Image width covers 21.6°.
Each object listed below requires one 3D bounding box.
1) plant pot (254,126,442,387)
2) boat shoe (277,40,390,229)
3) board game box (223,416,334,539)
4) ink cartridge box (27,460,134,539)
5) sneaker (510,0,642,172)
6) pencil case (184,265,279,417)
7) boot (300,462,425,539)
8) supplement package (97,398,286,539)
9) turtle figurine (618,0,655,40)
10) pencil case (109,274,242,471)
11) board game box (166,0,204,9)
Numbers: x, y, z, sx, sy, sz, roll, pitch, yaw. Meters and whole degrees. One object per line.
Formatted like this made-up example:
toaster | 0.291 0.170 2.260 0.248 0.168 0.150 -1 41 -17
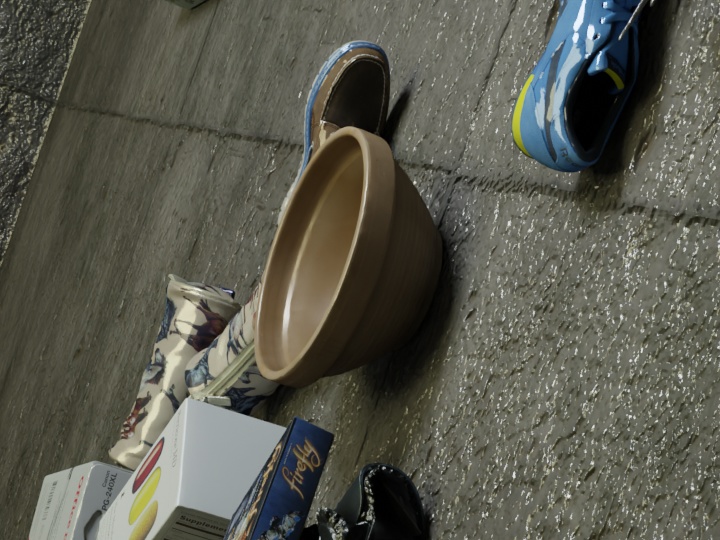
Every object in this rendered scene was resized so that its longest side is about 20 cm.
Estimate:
plant pot | 0.000 0.000 1.425 0.201 0.092 0.201 -56 23 39
boat shoe | -0.013 -0.093 1.599 0.072 0.072 0.201 -122 43 -60
board game box | -0.082 0.217 1.322 0.136 0.035 0.200 -59 8 43
ink cartridge box | -0.285 0.283 1.959 0.200 0.083 0.146 -23 51 65
sneaker | 0.157 -0.158 1.191 0.078 0.066 0.201 19 92 65
pencil case | -0.081 0.059 1.612 0.200 0.078 0.090 -48 9 49
boot | -0.026 0.243 1.290 0.168 0.076 0.201 132 157 -56
supplement package | -0.138 0.216 1.575 0.200 0.109 0.114 -54 26 41
turtle figurine | 0.198 -0.229 1.098 0.200 0.100 0.150 -62 23 5
pencil case | -0.176 0.108 1.807 0.089 0.078 0.201 26 97 53
board game box | -0.202 -0.429 2.435 0.200 0.064 0.148 -8 65 70
